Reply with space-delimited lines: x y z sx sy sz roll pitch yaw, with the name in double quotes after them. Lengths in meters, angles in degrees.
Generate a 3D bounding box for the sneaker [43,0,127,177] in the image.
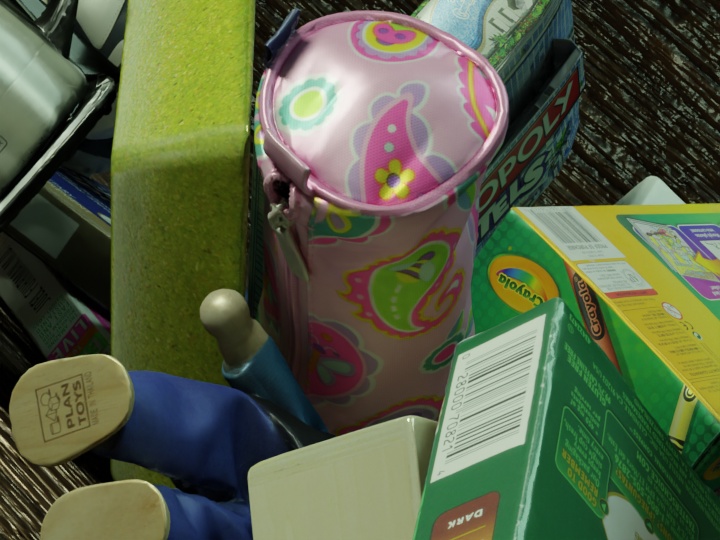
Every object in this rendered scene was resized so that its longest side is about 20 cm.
-0.143 -0.113 1.242 0.198 0.131 0.079 -11 -15 44 "sneaker"

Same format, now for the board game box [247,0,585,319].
0.025 -0.041 1.087 0.062 0.200 0.200 37 -14 18 "board game box"

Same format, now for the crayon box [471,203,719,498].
0.132 0.033 1.039 0.119 0.058 0.199 47 26 25 "crayon box"

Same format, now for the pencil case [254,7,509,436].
0.000 0.000 0.912 0.087 0.087 0.201 43 -26 22 "pencil case"

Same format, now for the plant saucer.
-0.064 -0.019 0.987 0.047 0.201 0.201 2 35 -2 "plant saucer"

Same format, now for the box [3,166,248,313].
-0.102 -0.006 1.209 0.121 0.033 0.200 36 2 20 "box"

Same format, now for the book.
-0.090 0.047 1.158 0.133 0.048 0.200 39 1 -27 "book"

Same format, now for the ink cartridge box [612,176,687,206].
0.079 0.073 1.171 0.083 0.147 0.200 43 45 -5 "ink cartridge box"

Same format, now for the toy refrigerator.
0.051 0.105 0.844 0.199 0.070 0.076 18 59 -51 "toy refrigerator"

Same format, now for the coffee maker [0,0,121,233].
-0.204 -0.092 0.986 0.200 0.135 0.192 43 -24 -12 "coffee maker"

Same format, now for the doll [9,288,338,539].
-0.033 0.070 0.852 0.200 0.048 0.137 24 45 -60 "doll"

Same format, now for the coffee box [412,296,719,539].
0.058 0.116 0.730 0.123 0.044 0.201 50 32 -28 "coffee box"
